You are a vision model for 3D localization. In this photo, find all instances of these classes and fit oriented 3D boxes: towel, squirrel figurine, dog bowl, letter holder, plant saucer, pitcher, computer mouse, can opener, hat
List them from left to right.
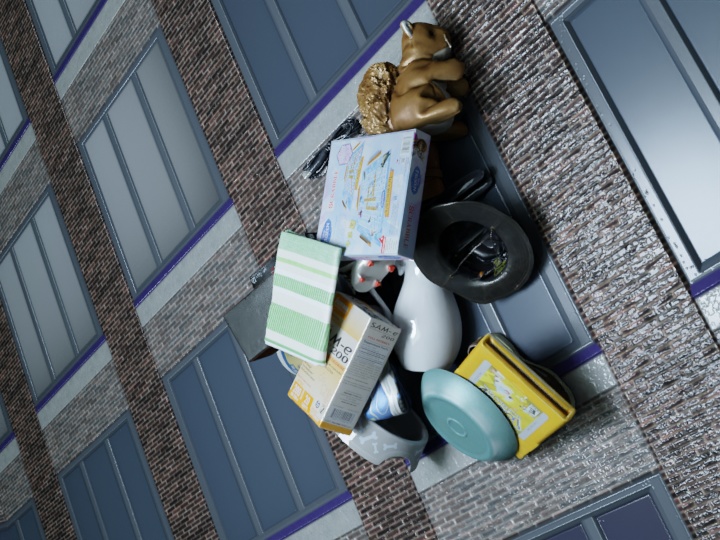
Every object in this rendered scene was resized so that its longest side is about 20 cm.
[{"bbox_3d":[-0.120,0.061,1.805,0.200,0.142,0.101,-38,76,26],"label":"letter holder"},{"bbox_3d":[-0.095,0.045,1.673,0.152,0.023,0.202,18,104,44],"label":"towel"},{"bbox_3d":[-0.007,-0.157,1.729,0.138,0.053,0.200,-45,71,11],"label":"computer mouse"},{"bbox_3d":[0.033,0.267,1.772,0.200,0.199,0.059,45,109,32],"label":"dog bowl"},{"bbox_3d":[0.078,-0.312,1.661,0.198,0.141,0.189,-11,79,16],"label":"squirrel figurine"},{"bbox_3d":[0.087,0.066,1.716,0.169,0.121,0.203,-1,92,10],"label":"pitcher"},{"bbox_3d":[0.136,-0.101,1.681,0.199,0.063,0.079,-36,61,15],"label":"can opener"},{"bbox_3d":[0.168,0.248,1.659,0.199,0.036,0.201,37,153,22],"label":"plant saucer"},{"bbox_3d":[0.186,-0.048,1.629,0.198,0.081,0.202,9,127,13],"label":"hat"}]

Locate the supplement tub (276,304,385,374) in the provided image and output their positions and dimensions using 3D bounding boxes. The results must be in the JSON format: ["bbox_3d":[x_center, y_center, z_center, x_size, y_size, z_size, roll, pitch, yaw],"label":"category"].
[{"bbox_3d":[-0.048,0.127,1.866,0.199,0.144,0.147,-3,93,46],"label":"supplement tub"}]

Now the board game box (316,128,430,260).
[{"bbox_3d":[0.017,-0.117,1.622,0.198,0.041,0.202,1,78,47],"label":"board game box"}]

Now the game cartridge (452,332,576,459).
[{"bbox_3d":[0.227,0.202,1.579,0.176,0.032,0.200,42,150,9],"label":"game cartridge"}]

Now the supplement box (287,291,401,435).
[{"bbox_3d":[-0.029,0.153,1.679,0.126,0.073,0.202,33,99,55],"label":"supplement box"}]

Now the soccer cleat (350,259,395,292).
[{"bbox_3d":[0.033,-0.061,1.667,0.077,0.069,0.202,38,109,47],"label":"soccer cleat"}]

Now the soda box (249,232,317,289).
[{"bbox_3d":[-0.132,-0.004,1.988,0.199,0.070,0.064,-35,70,42],"label":"soda box"}]

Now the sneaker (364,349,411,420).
[{"bbox_3d":[0.024,0.164,1.714,0.076,0.076,0.201,-27,47,14],"label":"sneaker"}]

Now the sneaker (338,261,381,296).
[{"bbox_3d":[0.000,0.000,1.779,0.075,0.200,0.089,-17,82,17],"label":"sneaker"}]

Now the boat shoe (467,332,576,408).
[{"bbox_3d":[0.250,0.177,1.614,0.202,0.074,0.075,36,119,37],"label":"boat shoe"}]

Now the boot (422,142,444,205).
[{"bbox_3d":[0.062,-0.162,1.771,0.199,0.076,0.157,-26,74,33],"label":"boot"}]
